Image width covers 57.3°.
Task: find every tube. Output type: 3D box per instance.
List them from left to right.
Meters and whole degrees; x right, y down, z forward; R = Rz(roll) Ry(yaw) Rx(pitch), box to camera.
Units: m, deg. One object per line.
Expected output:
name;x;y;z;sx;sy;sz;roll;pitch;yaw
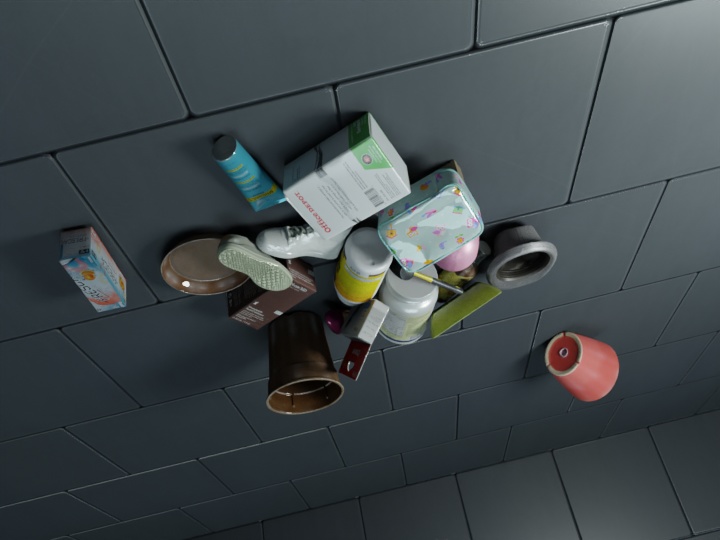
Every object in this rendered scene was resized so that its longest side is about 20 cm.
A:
tube;-0.203;-0.170;1.209;0.075;0.052;0.200;-13;153;14

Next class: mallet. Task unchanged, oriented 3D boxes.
mallet;0.145;0.014;1.461;0.196;0.066;0.042;19;101;-37

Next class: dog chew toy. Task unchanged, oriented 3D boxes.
dog chew toy;0.154;-0.066;1.423;0.193;0.128;0.126;4;146;-3

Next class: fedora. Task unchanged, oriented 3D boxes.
fedora;0.372;-0.042;1.560;0.172;0.093;0.201;-17;154;8

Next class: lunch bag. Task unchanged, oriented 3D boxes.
lunch bag;0.135;-0.093;1.300;0.197;0.078;0.161;-29;127;21

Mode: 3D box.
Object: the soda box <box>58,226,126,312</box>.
soda box;-0.529;0.002;1.313;0.061;0.070;0.202;-11;148;-4

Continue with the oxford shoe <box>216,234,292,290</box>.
oxford shoe;-0.213;-0.018;1.350;0.075;0.059;0.198;-36;136;22

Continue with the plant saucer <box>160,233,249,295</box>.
plant saucer;-0.323;-0.017;1.396;0.193;0.035;0.202;-10;147;-6

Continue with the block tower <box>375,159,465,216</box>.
block tower;0.123;-0.144;1.351;0.196;0.059;0.054;-27;144;22

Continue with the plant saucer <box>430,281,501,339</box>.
plant saucer;0.244;0.087;1.618;0.197;0.049;0.200;-35;175;5

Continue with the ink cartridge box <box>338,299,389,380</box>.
ink cartridge box;-0.011;0.157;1.547;0.044;0.180;0.200;27;171;-11

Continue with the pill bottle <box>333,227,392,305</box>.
pill bottle;0.000;0.000;1.459;0.106;0.112;0.201;-3;152;-15

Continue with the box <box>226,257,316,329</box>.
box;-0.204;0.050;1.504;0.198;0.077;0.099;-34;141;25

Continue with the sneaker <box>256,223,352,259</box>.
sneaker;-0.110;-0.085;1.348;0.195;0.075;0.116;0;141;-33

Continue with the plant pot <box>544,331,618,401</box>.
plant pot;0.695;0.294;2.109;0.175;0.205;0.199;28;130;-33

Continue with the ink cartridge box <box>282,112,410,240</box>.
ink cartridge box;-0.027;-0.168;1.209;0.196;0.086;0.146;-27;130;20

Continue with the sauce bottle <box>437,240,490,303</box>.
sauce bottle;0.242;0.003;1.605;0.063;0.066;0.201;8;142;-29

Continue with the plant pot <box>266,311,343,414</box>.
plant pot;-0.154;0.229;1.671;0.193;0.203;0.203;-10;148;-6

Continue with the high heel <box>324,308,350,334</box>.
high heel;-0.008;0.123;1.687;0.094;0.070;0.198;-20;163;28

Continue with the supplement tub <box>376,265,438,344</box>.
supplement tub;0.108;0.068;1.576;0.140;0.149;0.202;-6;147;-11
